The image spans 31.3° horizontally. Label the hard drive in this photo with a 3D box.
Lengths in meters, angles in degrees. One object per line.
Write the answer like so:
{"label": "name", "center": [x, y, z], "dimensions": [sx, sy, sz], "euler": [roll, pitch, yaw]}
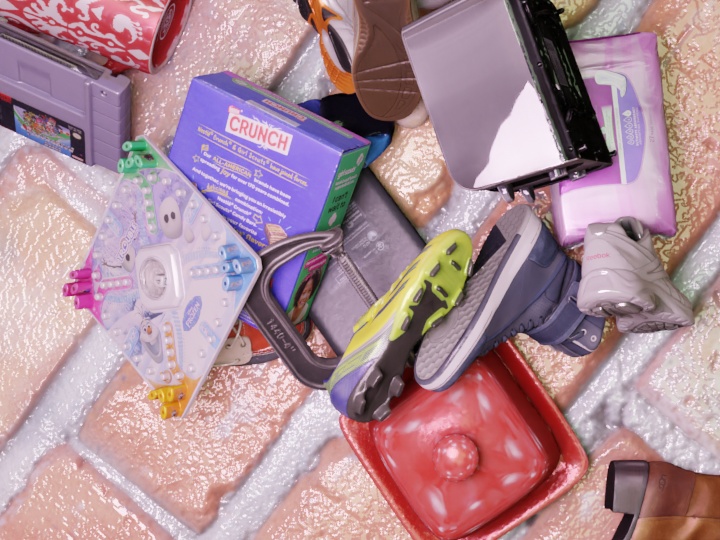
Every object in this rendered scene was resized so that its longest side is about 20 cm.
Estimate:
{"label": "hard drive", "center": [0.000, 0.000, 1.297], "dimensions": [0.139, 0.033, 0.201], "euler": [-38, 76, 6]}

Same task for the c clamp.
{"label": "c clamp", "center": [-0.014, 0.033, 1.217], "dimensions": [0.170, 0.027, 0.200], "euler": [-34, 119, 12]}

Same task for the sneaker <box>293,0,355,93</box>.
{"label": "sneaker", "center": [-0.011, -0.276, 1.303], "dimensions": [0.091, 0.076, 0.202], "euler": [-16, 76, -22]}

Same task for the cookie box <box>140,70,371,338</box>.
{"label": "cookie box", "center": [-0.105, -0.066, 1.244], "dimensions": [0.170, 0.075, 0.202], "euler": [28, 113, 14]}

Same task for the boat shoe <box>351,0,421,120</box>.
{"label": "boat shoe", "center": [0.024, -0.232, 1.199], "dimensions": [0.071, 0.065, 0.202], "euler": [-2, 134, 8]}

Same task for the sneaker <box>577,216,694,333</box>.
{"label": "sneaker", "center": [0.263, 0.002, 1.205], "dimensions": [0.077, 0.199, 0.101], "euler": [-8, 74, 28]}

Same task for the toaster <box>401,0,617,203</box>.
{"label": "toaster", "center": [0.135, -0.165, 1.153], "dimensions": [0.117, 0.180, 0.203], "euler": [-21, 86, 21]}

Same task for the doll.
{"label": "doll", "center": [-0.027, -0.149, 1.296], "dimensions": [0.197, 0.049, 0.138], "euler": [-12, 58, 11]}

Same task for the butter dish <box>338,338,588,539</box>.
{"label": "butter dish", "center": [0.097, 0.172, 1.244], "dimensions": [0.198, 0.148, 0.201], "euler": [-35, 86, 6]}

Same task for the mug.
{"label": "mug", "center": [-0.283, -0.276, 1.321], "dimensions": [0.198, 0.178, 0.134], "euler": [23, 53, 3]}

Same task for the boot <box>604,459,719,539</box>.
{"label": "boot", "center": [0.337, 0.286, 1.268], "dimensions": [0.197, 0.068, 0.191], "euler": [6, 84, 0]}

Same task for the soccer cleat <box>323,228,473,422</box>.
{"label": "soccer cleat", "center": [0.030, 0.043, 1.175], "dimensions": [0.084, 0.064, 0.202], "euler": [35, 95, 47]}

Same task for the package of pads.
{"label": "package of pads", "center": [0.240, -0.125, 1.258], "dimensions": [0.119, 0.076, 0.203], "euler": [-6, 89, 8]}

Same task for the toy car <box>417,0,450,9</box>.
{"label": "toy car", "center": [0.042, -0.364, 1.222], "dimensions": [0.198, 0.150, 0.177], "euler": [20, 62, 4]}

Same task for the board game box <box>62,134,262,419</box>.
{"label": "board game box", "center": [-0.199, 0.008, 1.237], "dimensions": [0.200, 0.026, 0.201], "euler": [45, 122, 26]}

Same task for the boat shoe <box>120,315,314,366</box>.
{"label": "boat shoe", "center": [-0.147, 0.064, 1.319], "dimensions": [0.197, 0.063, 0.072], "euler": [-5, 88, 6]}

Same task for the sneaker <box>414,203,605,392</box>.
{"label": "sneaker", "center": [0.149, 0.061, 1.208], "dimensions": [0.146, 0.077, 0.203], "euler": [44, 70, -23]}

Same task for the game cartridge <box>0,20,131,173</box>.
{"label": "game cartridge", "center": [-0.328, -0.182, 1.315], "dimensions": [0.198, 0.130, 0.039], "euler": [24, 49, 7]}
